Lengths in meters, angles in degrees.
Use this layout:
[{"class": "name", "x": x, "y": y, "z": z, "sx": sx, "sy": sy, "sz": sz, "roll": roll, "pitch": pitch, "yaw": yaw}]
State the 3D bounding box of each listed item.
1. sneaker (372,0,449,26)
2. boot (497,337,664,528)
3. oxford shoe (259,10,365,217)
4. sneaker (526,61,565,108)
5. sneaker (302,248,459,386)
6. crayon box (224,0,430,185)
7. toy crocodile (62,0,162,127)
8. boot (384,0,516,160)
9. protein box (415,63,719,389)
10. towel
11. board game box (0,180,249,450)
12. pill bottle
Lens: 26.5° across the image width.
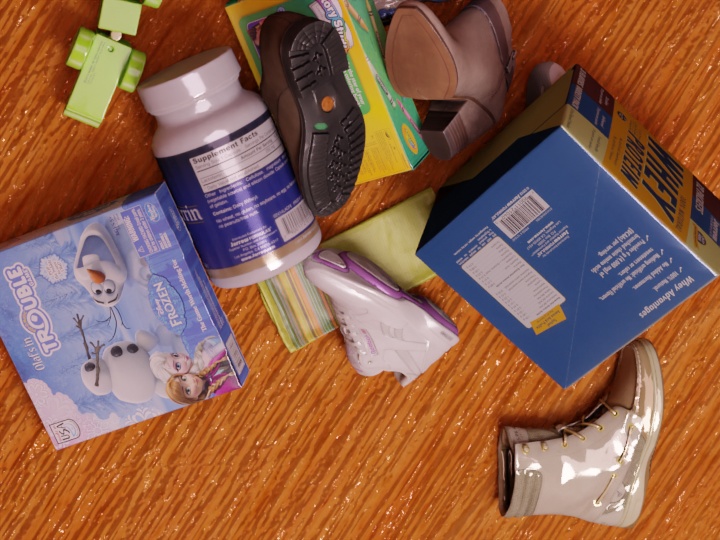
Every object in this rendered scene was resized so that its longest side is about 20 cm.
[{"class": "sneaker", "x": 0.061, "y": -0.288, "z": 1.412, "sx": 0.199, "sy": 0.077, "sz": 0.086, "roll": -18, "pitch": 93, "yaw": 9}, {"class": "boot", "x": 0.222, "y": 0.163, "z": 1.565, "sx": 0.153, "sy": 0.072, "sz": 0.202, "roll": 6, "pitch": 101, "yaw": -12}, {"class": "oxford shoe", "x": -0.047, "y": -0.142, "z": 1.368, "sx": 0.072, "sy": 0.084, "sz": 0.201, "roll": -28, "pitch": 128, "yaw": -29}, {"class": "sneaker", "x": 0.226, "y": -0.124, "z": 1.509, "sx": 0.080, "sy": 0.070, "sz": 0.201, "roll": -32, "pitch": 115, "yaw": -10}, {"class": "sneaker", "x": 0.009, "y": 0.051, "z": 1.465, "sx": 0.200, "sy": 0.075, "sz": 0.100, "roll": 34, "pitch": 102, "yaw": -37}, {"class": "crayon box", "x": -0.028, "y": -0.177, "z": 1.408, "sx": 0.118, "sy": 0.058, "sz": 0.201, "roll": -14, "pitch": 109, "yaw": 28}, {"class": "toy crocodile", "x": -0.221, "y": -0.228, "z": 1.388, "sx": 0.067, "sy": 0.062, "sz": 0.201, "roll": 16, "pitch": 102, "yaw": -16}, {"class": "boot", "x": 0.090, "y": -0.205, "z": 1.408, "sx": 0.147, "sy": 0.070, "sz": 0.201, "roll": -58, "pitch": 150, "yaw": -32}, {"class": "protein box", "x": 0.197, "y": -0.039, "z": 1.429, "sx": 0.200, "sy": 0.135, "sz": 0.198, "roll": 41, "pitch": 122, "yaw": -12}, {"class": "towel", "x": 0.000, "y": 0.000, "z": 1.505, "sx": 0.199, "sy": 0.018, "sz": 0.087, "roll": -27, "pitch": 107, "yaw": -6}, {"class": "board game box", "x": -0.232, "y": 0.045, "z": 1.415, "sx": 0.198, "sy": 0.043, "sz": 0.201, "roll": -19, "pitch": 106, "yaw": 14}, {"class": "pill bottle", "x": -0.122, "y": -0.095, "z": 1.405, "sx": 0.115, "sy": 0.116, "sz": 0.201, "roll": -25, "pitch": 106, "yaw": -7}]
